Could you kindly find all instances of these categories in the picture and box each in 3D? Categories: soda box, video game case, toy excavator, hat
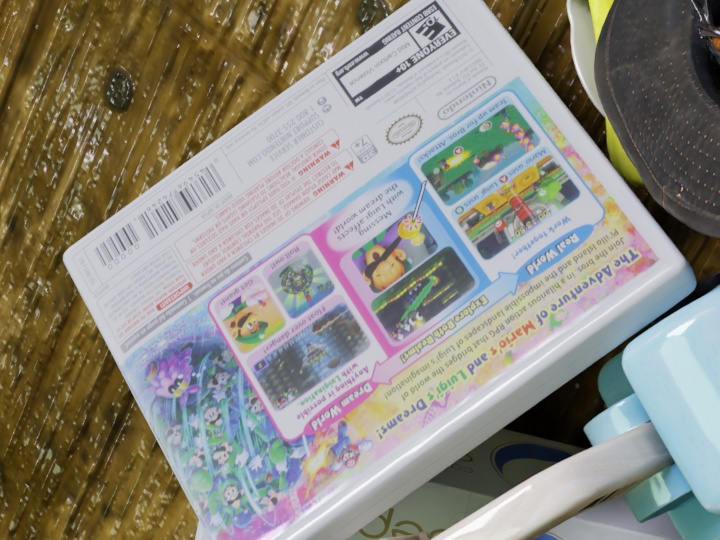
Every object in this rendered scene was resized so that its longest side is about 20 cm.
[{"bbox_3d":[0.037,0.101,0.923,0.199,0.068,0.064,13,112,-3],"label":"soda box"},{"bbox_3d":[0.000,0.000,0.875,0.199,0.024,0.182,-35,52,3],"label":"video game case"},{"bbox_3d":[0.108,0.061,0.834,0.194,0.199,0.100,-38,74,36],"label":"toy excavator"},{"bbox_3d":[0.182,-0.094,0.810,0.200,0.081,0.202,-22,57,40],"label":"hat"}]

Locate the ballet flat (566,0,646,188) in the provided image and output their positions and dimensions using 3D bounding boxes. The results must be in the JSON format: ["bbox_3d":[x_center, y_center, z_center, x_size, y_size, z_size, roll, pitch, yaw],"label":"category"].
[{"bbox_3d":[0.103,-0.127,0.897,0.067,0.067,0.201,-8,95,55],"label":"ballet flat"}]
